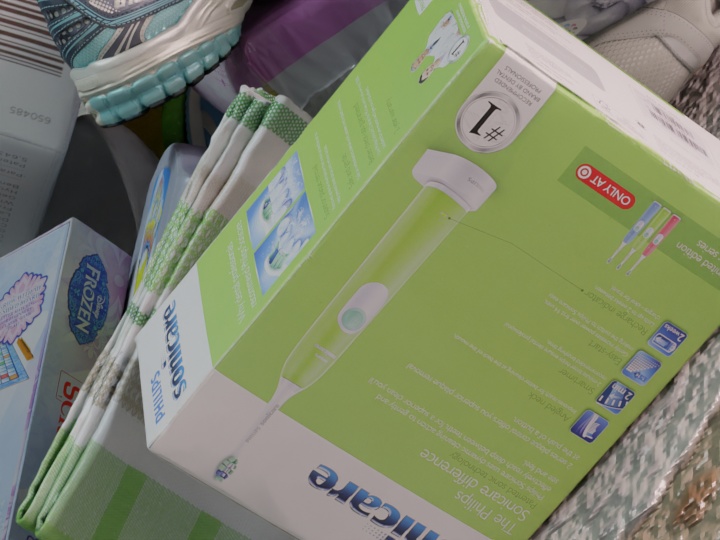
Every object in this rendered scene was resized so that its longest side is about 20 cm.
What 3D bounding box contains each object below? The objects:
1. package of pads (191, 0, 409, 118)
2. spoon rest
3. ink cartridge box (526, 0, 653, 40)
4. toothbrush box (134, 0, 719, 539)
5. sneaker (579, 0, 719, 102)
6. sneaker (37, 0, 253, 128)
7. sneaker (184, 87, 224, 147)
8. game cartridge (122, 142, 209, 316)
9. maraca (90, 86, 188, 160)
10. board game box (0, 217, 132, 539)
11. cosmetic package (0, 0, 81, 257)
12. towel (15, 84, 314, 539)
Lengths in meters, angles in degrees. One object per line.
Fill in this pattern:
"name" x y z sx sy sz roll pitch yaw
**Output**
"package of pads" -0.017 -0.115 1.260 0.120 0.076 0.200 -32 19 -8
"spoon rest" -0.135 -0.015 1.425 0.060 0.100 0.200 -19 -12 -16
"ink cartridge box" 0.098 -0.171 0.991 0.197 0.200 0.044 -28 58 11
"toothbrush box" 0.033 0.009 1.020 0.200 0.145 0.086 -51 24 17
"sneaker" 0.110 -0.126 1.155 0.092 0.076 0.200 -37 33 17
"sneaker" -0.063 -0.151 1.177 0.077 0.087 0.200 -10 31 46
"sneaker" -0.041 -0.054 1.367 0.081 0.076 0.201 -28 40 33
"game cartridge" -0.082 0.012 1.202 0.200 0.040 0.134 174 112 -81
"maraca" -0.096 -0.095 1.474 0.137 0.106 0.201 81 -175 -52
"board game box" -0.196 0.098 1.250 0.199 0.041 0.200 -25 43 37
"cosmetic package" -0.221 -0.106 1.370 0.200 0.164 0.166 122 161 -61
"towel" -0.031 0.046 1.101 0.031 0.149 0.201 5 66 62
